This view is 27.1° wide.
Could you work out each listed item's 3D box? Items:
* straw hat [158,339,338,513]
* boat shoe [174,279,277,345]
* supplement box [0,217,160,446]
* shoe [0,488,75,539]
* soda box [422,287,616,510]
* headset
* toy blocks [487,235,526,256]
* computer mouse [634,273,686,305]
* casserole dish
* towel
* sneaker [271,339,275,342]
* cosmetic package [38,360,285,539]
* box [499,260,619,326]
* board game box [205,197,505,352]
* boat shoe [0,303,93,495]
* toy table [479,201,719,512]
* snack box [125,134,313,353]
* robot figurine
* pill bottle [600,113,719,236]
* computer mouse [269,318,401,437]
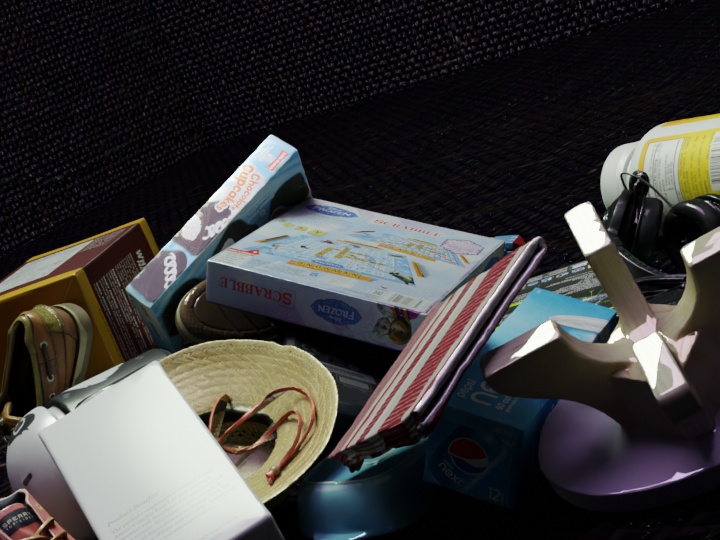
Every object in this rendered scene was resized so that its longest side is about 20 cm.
[{"bbox_3d":[-0.100,0.147,1.115,0.201,0.085,0.201,-13,41,11],"label":"straw hat"},{"bbox_3d":[-0.095,0.036,1.370,0.200,0.072,0.076,-12,-12,-43],"label":"boat shoe"},{"bbox_3d":[-0.254,0.083,1.419,0.133,0.198,0.200,-19,13,15],"label":"supplement box"},{"bbox_3d":[-0.229,0.211,1.066,0.200,0.091,0.071,-9,17,47],"label":"shoe"},{"bbox_3d":[0.115,0.083,1.040,0.068,0.064,0.200,16,28,22],"label":"soda box"},{"bbox_3d":[0.252,-0.020,1.238,0.123,0.094,0.200,3,33,-9],"label":"headset"},{"bbox_3d":[0.081,0.013,1.433,0.136,0.100,0.200,-3,16,24],"label":"toy blocks"},{"bbox_3d":[0.244,0.047,1.044,0.138,0.053,0.200,-15,16,21],"label":"computer mouse"},{"bbox_3d":[0.032,0.133,1.083,0.121,0.039,0.200,-10,15,41],"label":"casserole dish"},{"bbox_3d":[0.049,0.059,0.962,0.144,0.023,0.200,-55,4,-20],"label":"towel"},{"bbox_3d":[-0.096,0.100,1.344,0.200,0.078,0.099,-27,9,-22],"label":"sneaker"},{"bbox_3d":[-0.129,0.155,0.991,0.102,0.074,0.200,-30,37,-12],"label":"cosmetic package"},{"bbox_3d":[0.133,0.053,1.242,0.200,0.048,0.193,-18,14,13],"label":"box"},{"bbox_3d":[0.000,0.000,1.295,0.200,0.041,0.199,14,23,21],"label":"board game box"},{"bbox_3d":[-0.284,0.126,1.282,0.072,0.200,0.068,14,12,34],"label":"boat shoe"},{"bbox_3d":[0.179,0.048,0.890,0.200,0.117,0.184,-36,36,1],"label":"toy table"},{"bbox_3d":[-0.123,-0.018,1.376,0.037,0.116,0.200,33,71,24],"label":"snack box"},{"bbox_3d":[-0.193,0.140,1.232,0.200,0.151,0.125,-27,26,-25],"label":"robot figurine"},{"bbox_3d":[0.318,-0.085,1.363,0.113,0.113,0.200,-30,14,-33],"label":"pill bottle"},{"bbox_3d":[-0.026,0.091,1.245,0.138,0.053,0.200,20,19,-7],"label":"computer mouse"}]
